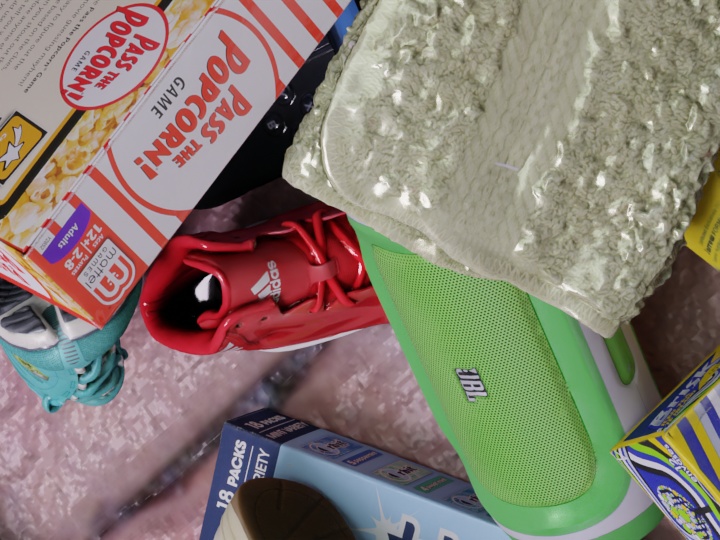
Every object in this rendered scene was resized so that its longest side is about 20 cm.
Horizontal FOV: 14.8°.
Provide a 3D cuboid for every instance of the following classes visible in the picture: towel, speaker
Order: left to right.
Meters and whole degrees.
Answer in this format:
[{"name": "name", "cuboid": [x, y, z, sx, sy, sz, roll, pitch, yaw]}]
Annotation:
[{"name": "speaker", "cuboid": [0.058, 0.018, 1.071, 0.088, 0.089, 0.200, -7, 127, 26]}, {"name": "towel", "cuboid": [0.074, -0.090, 0.965, 0.148, 0.036, 0.201, 23, 96, -11]}]

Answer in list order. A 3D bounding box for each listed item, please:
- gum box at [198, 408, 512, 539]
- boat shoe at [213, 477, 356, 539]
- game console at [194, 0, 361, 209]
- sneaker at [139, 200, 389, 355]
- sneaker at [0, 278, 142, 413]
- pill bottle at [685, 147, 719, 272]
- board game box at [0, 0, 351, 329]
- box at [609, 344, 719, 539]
[{"name": "gum box", "cuboid": [0.018, 0.172, 1.183, 0.199, 0.045, 0.171, 18, 104, 22]}, {"name": "boat shoe", "cuboid": [-0.015, 0.174, 1.108, 0.065, 0.072, 0.200, -58, 41, 31]}, {"name": "game console", "cuboid": [-0.065, -0.138, 1.138, 0.170, 0.118, 0.201, -24, 86, 26]}, {"name": "sneaker", "cuboid": [0.000, 0.000, 1.126, 0.199, 0.115, 0.079, -22, 88, 28]}, {"name": "sneaker", "cuboid": [-0.120, 0.019, 1.164, 0.077, 0.200, 0.080, -23, 98, -7]}, {"name": "pill bottle", "cuboid": [0.123, -0.081, 1.057, 0.200, 0.112, 0.113, 40, 112, 16]}, {"name": "board game box", "cuboid": [-0.114, -0.077, 0.995, 0.200, 0.046, 0.152, 25, 73, 49]}, {"name": "box", "cuboid": [0.190, 0.117, 1.043, 0.070, 0.064, 0.200, -42, 92, -16]}]
